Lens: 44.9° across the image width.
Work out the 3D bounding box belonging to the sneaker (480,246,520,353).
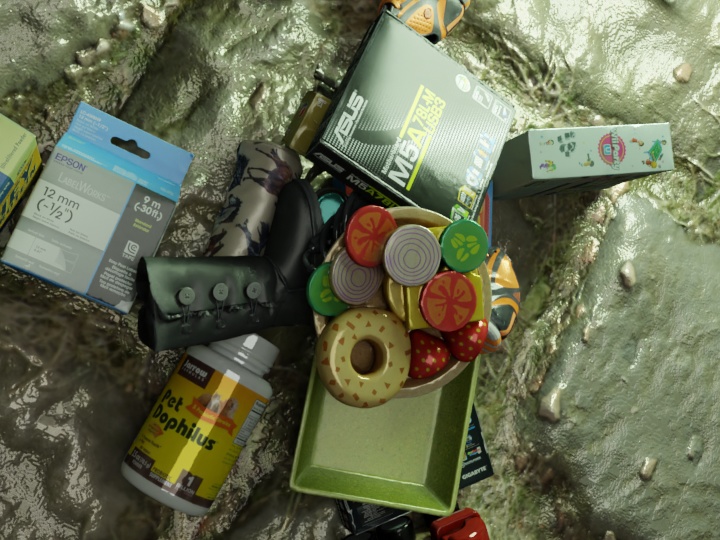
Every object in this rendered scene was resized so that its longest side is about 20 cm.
[{"bbox_3d":[0.101,0.002,1.025,0.200,0.078,0.112,40,55,0],"label":"sneaker"}]

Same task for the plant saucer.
[{"bbox_3d":[0.026,0.165,1.006,0.198,0.048,0.202,13,81,-15],"label":"plant saucer"}]

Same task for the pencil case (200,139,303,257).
[{"bbox_3d":[-0.135,-0.049,0.999,0.078,0.089,0.201,28,79,-44],"label":"pencil case"}]

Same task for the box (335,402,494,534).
[{"bbox_3d":[0.052,0.209,1.068,0.199,0.046,0.160,-19,94,-18],"label":"box"}]

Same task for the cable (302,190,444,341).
[{"bbox_3d":[0.042,0.006,0.938,0.200,0.051,0.163,44,64,-8],"label":"cable"}]

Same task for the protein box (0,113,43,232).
[{"bbox_3d":[-0.430,-0.113,0.836,0.198,0.200,0.136,33,79,-15],"label":"protein box"}]

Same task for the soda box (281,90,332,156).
[{"bbox_3d":[0.013,-0.124,0.986,0.199,0.064,0.068,27,96,-18],"label":"soda box"}]

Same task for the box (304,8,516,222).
[{"bbox_3d":[0.061,-0.152,0.942,0.193,0.047,0.201,34,60,-18],"label":"box"}]

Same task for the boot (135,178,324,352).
[{"bbox_3d":[-0.137,-0.010,0.915,0.199,0.066,0.166,-6,90,-26],"label":"boot"}]

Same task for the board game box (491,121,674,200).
[{"bbox_3d":[0.265,-0.136,1.099,0.198,0.147,0.065,-6,88,-19],"label":"board game box"}]

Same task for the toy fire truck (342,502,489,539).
[{"bbox_3d":[0.079,0.333,0.992,0.175,0.200,0.130,-17,94,-18],"label":"toy fire truck"}]

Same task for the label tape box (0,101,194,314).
[{"bbox_3d":[-0.283,-0.071,0.956,0.143,0.066,0.201,25,82,-16],"label":"label tape box"}]

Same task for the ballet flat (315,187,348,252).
[{"bbox_3d":[0.000,0.000,0.984,0.067,0.064,0.201,-25,85,-7],"label":"ballet flat"}]

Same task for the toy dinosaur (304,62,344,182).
[{"bbox_3d":[-0.016,-0.183,1.032,0.102,0.077,0.201,19,68,4],"label":"toy dinosaur"}]

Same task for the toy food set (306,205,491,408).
[{"bbox_3d":[0.043,0.032,0.872,0.198,0.049,0.200,-7,97,-16],"label":"toy food set"}]

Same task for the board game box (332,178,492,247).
[{"bbox_3d":[0.062,-0.018,1.074,0.194,0.056,0.202,2,87,-18],"label":"board game box"}]

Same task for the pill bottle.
[{"bbox_3d":[-0.170,0.158,0.963,0.109,0.109,0.201,31,79,-15],"label":"pill bottle"}]

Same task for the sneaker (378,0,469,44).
[{"bbox_3d":[0.037,-0.354,1.057,0.200,0.078,0.112,39,76,-13],"label":"sneaker"}]
